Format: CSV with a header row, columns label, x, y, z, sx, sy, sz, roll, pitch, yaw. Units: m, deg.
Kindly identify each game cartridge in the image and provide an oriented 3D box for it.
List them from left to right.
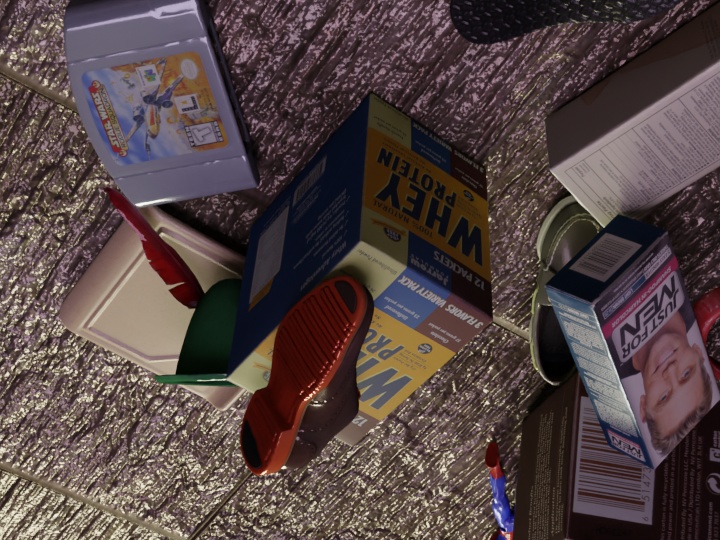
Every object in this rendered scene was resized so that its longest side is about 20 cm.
label,x,y,z,sx,sy,sz,roll,pitch,yaw
game cartridge,-0.173,-0.145,1.152,0.132,0.042,0.201,-12,126,6

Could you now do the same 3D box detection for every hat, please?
label,x,y,z,sx,sy,sz,roll,pitch,yaw
hat,-0.114,0.017,1.256,0.164,0.178,0.200,-5,172,26

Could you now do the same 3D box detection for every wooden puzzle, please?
label,x,y,z,sx,sy,sz,roll,pitch,yaw
wooden puzzle,-0.170,0.035,1.319,0.199,0.037,0.185,32,125,-16

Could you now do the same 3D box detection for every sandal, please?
label,x,y,z,sx,sy,sz,roll,pitch,yaw
sandal,0.166,-0.229,1.069,0.199,0.045,0.075,-7,126,28

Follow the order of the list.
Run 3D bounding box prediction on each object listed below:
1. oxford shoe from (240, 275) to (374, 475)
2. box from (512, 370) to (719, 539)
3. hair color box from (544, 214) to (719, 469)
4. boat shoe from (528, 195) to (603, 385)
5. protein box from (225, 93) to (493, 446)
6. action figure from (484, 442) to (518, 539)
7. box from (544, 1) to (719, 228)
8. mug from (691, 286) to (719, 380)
label,x,y,z,sx,sy,sz,roll,pitch,yaw
oxford shoe,-0.030,0.082,1.074,0.072,0.071,0.201,1,134,-36
box,0.253,0.210,1.312,0.163,0.167,0.200,10,160,-6
hair color box,0.237,0.063,1.158,0.100,0.060,0.201,-41,127,-20
boat shoe,0.197,0.021,1.265,0.071,0.061,0.203,4,131,0
protein box,0.000,0.000,1.165,0.134,0.201,0.199,30,126,-21
action figure,0.167,0.290,1.480,0.065,0.099,0.201,-2,133,7
box,0.258,-0.129,1.120,0.199,0.078,0.095,-32,123,27
mug,0.389,0.044,1.238,0.176,0.134,0.201,-1,136,14
